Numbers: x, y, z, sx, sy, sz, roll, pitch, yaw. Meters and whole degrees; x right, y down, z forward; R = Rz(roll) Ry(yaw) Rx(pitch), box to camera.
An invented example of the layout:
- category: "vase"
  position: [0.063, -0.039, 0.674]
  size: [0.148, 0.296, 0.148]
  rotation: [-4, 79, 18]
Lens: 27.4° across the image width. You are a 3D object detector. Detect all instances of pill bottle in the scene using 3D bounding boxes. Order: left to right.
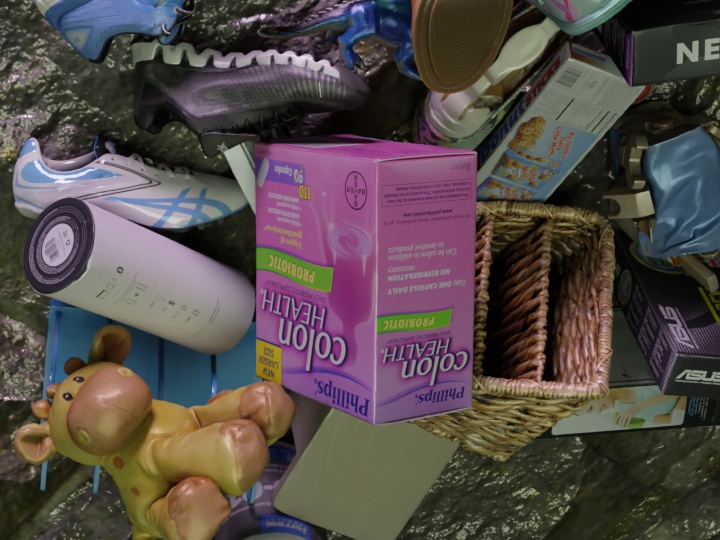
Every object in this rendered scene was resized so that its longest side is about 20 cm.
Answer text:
- category: "pill bottle"
  position: [-0.085, 0.260, 1.374]
  size: [0.114, 0.200, 0.114]
  rotation: [-4, 122, -6]

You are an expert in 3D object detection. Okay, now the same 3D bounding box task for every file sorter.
- category: "file sorter"
  position: [-0.185, 0.122, 1.322]
  size: [0.200, 0.123, 0.139]
  rotation: [5, 120, -10]

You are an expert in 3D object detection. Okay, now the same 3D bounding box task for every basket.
- category: "basket"
  position: [0.115, 0.032, 1.241]
  size: [0.143, 0.200, 0.149]
  rotation: [26, 140, -19]

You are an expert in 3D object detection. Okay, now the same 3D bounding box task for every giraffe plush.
- category: "giraffe plush"
  position: [-0.176, 0.131, 1.190]
  size: [0.162, 0.173, 0.200]
  rotation: [42, 136, -10]

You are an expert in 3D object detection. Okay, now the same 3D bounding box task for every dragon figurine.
- category: "dragon figurine"
  position: [0.018, -0.212, 1.176]
  size: [0.200, 0.059, 0.100]
  rotation: [8, 118, -18]

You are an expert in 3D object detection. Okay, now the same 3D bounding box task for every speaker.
- category: "speaker"
  position: [-0.176, 0.009, 1.217]
  size: [0.081, 0.081, 0.200]
  rotation: [-42, 144, 18]

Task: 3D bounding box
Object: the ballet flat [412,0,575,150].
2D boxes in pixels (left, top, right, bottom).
- category: "ballet flat"
  position: [0.107, -0.160, 1.206]
  size: [0.069, 0.071, 0.200]
  rotation: [45, 114, -2]

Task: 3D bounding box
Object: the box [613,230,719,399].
- category: "box"
  position: [0.314, 0.040, 1.292]
  size: [0.160, 0.200, 0.044]
  rotation: [7, 120, -11]

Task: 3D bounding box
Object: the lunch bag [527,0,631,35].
- category: "lunch bag"
  position: [0.170, -0.257, 1.088]
  size: [0.160, 0.200, 0.077]
  rotation: [-44, 112, 10]

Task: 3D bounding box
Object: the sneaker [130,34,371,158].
- category: "sneaker"
  position: [-0.091, -0.130, 1.168]
  size: [0.200, 0.066, 0.091]
  rotation: [8, 83, 11]

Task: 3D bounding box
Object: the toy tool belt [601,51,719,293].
- category: "toy tool belt"
  position: [0.261, -0.085, 1.252]
  size: [0.125, 0.123, 0.200]
  rotation: [-22, 122, 6]

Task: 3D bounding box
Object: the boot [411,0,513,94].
- category: "boot"
  position: [0.050, -0.246, 1.102]
  size: [0.077, 0.155, 0.200]
  rotation: [-14, 119, -10]

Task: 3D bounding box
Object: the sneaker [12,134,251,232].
- category: "sneaker"
  position: [-0.187, -0.074, 1.232]
  size: [0.200, 0.072, 0.073]
  rotation: [3, 106, -15]

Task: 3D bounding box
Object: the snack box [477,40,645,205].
- category: "snack box"
  position: [0.154, -0.110, 1.234]
  size: [0.072, 0.024, 0.200]
  rotation: [16, 142, -18]

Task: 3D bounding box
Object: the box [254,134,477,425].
- category: "box"
  position: [0.000, 0.000, 1.160]
  size: [0.097, 0.176, 0.200]
  rotation: [-8, 103, -33]

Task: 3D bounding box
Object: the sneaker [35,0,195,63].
- category: "sneaker"
  position: [-0.146, -0.226, 1.129]
  size: [0.200, 0.079, 0.089]
  rotation: [-29, 106, 19]

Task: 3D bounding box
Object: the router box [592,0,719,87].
- category: "router box"
  position: [0.289, -0.207, 1.164]
  size: [0.200, 0.149, 0.051]
  rotation: [-8, 122, -2]

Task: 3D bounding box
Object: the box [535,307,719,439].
- category: "box"
  position: [0.235, 0.091, 1.365]
  size: [0.200, 0.117, 0.060]
  rotation: [-4, 125, -7]

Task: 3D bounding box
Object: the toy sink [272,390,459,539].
- category: "toy sink"
  position: [0.012, 0.131, 1.361]
  size: [0.130, 0.112, 0.200]
  rotation: [23, 111, -20]

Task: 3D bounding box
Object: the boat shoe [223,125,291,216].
- category: "boat shoe"
  position: [-0.055, -0.067, 1.256]
  size: [0.068, 0.072, 0.200]
  rotation: [-24, 115, 9]
